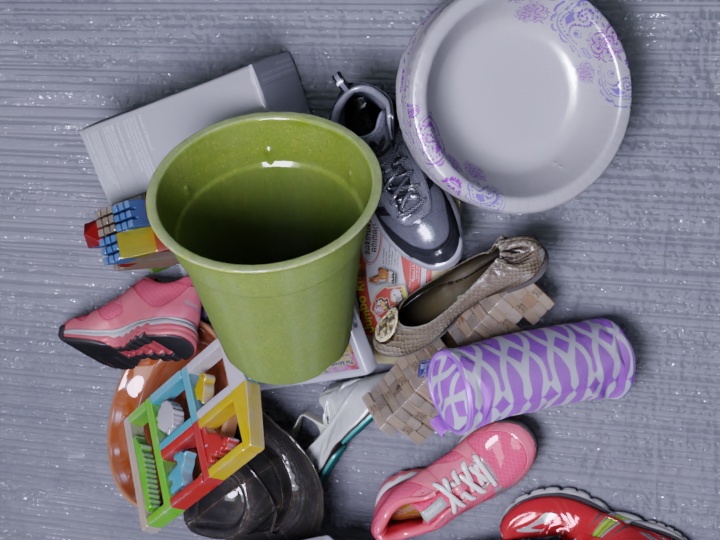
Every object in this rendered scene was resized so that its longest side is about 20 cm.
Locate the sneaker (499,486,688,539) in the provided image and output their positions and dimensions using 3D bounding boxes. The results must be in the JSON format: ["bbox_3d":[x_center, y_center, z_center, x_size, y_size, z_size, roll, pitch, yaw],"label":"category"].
[{"bbox_3d":[0.232,0.272,1.294,0.199,0.085,0.078,10,108,14],"label":"sneaker"}]

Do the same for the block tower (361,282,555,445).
[{"bbox_3d":[0.093,0.078,1.260,0.200,0.054,0.058,-46,124,7],"label":"block tower"}]

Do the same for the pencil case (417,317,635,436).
[{"bbox_3d":[0.158,0.100,1.214,0.199,0.084,0.086,-9,123,-22],"label":"pencil case"}]

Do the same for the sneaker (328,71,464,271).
[{"bbox_3d":[0.025,-0.092,1.204,0.075,0.114,0.201,-31,77,5],"label":"sneaker"}]

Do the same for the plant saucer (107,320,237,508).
[{"bbox_3d":[-0.191,0.150,1.361,0.200,0.032,0.202,-20,60,39],"label":"plant saucer"}]

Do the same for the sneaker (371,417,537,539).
[{"bbox_3d":[0.093,0.222,1.313,0.200,0.087,0.074,-35,95,23],"label":"sneaker"}]

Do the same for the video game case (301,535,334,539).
[{"bbox_3d":[-0.029,0.342,1.355,0.182,0.022,0.200,41,145,-19],"label":"video game case"}]

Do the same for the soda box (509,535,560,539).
[{"bbox_3d":[0.120,0.317,1.319,0.199,0.063,0.071,-18,101,44],"label":"soda box"}]

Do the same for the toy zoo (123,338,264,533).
[{"bbox_3d":[-0.158,0.152,1.288,0.200,0.020,0.132,-39,50,28],"label":"toy zoo"}]

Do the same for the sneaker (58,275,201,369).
[{"bbox_3d":[-0.236,0.051,1.386,0.199,0.087,0.074,-6,148,38],"label":"sneaker"}]

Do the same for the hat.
[{"bbox_3d":[-0.135,0.237,1.370,0.200,0.081,0.202,17,121,31],"label":"hat"}]

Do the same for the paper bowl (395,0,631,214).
[{"bbox_3d":[0.130,-0.154,1.160,0.199,0.104,0.202,-1,97,-11],"label":"paper bowl"}]

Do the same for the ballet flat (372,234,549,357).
[{"bbox_3d":[0.085,0.020,1.230,0.199,0.068,0.046,-30,133,28],"label":"ballet flat"}]

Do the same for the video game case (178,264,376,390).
[{"bbox_3d":[-0.092,0.030,1.321,0.199,0.024,0.183,-12,104,40],"label":"video game case"}]

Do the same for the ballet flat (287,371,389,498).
[{"bbox_3d":[-0.029,0.159,1.355,0.069,0.069,0.200,39,117,3],"label":"ballet flat"}]

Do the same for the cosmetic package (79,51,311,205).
[{"bbox_3d":[-0.156,-0.139,1.278,0.199,0.107,0.091,-20,99,20],"label":"cosmetic package"}]

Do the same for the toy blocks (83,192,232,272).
[{"bbox_3d":[-0.191,-0.039,1.262,0.199,0.136,0.101,-16,83,41],"label":"toy blocks"}]

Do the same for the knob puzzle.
[{"bbox_3d":[0.000,0.000,1.312,0.218,0.030,0.221,5,109,16],"label":"knob puzzle"}]

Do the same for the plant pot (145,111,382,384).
[{"bbox_3d":[-0.075,-0.003,1.161,0.199,0.201,0.191,10,136,14],"label":"plant pot"}]
